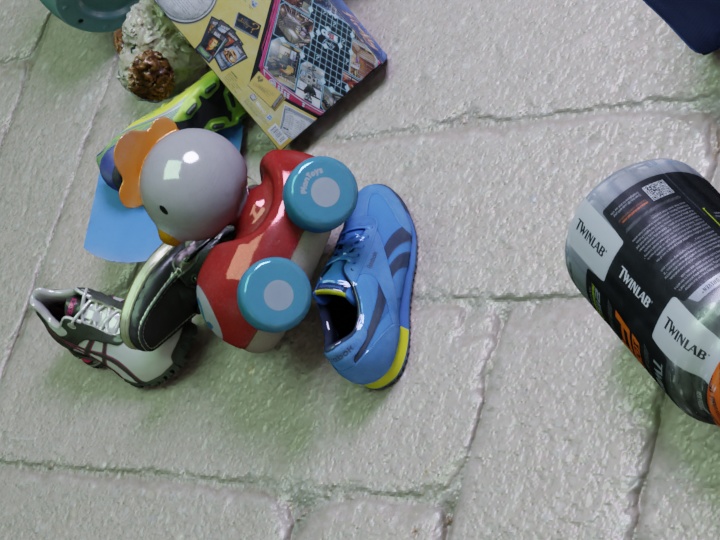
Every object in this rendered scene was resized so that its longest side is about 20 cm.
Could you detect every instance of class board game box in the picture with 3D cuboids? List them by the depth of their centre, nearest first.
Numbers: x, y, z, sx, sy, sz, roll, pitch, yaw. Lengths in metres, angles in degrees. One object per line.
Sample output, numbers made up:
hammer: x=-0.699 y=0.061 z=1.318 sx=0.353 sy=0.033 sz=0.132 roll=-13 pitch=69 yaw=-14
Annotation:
board game box: x=-0.088 y=-0.232 z=1.636 sx=0.135 sy=0.200 sz=0.035 roll=-38 pitch=6 yaw=20
board game box: x=-0.187 y=-0.074 z=1.731 sx=0.156 sy=0.039 sz=0.201 roll=-11 pitch=47 yaw=16

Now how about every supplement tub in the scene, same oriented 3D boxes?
supplement tub: x=0.235 y=0.021 z=1.193 sx=0.123 sy=0.122 sz=0.200 roll=-47 pitch=40 yaw=10

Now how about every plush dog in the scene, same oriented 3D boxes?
plush dog: x=-0.185 y=-0.249 z=1.774 sx=0.172 sy=0.160 sz=0.200 roll=-54 pitch=18 yaw=8

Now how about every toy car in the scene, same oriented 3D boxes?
toy car: x=-0.128 y=-0.044 z=1.487 sx=0.178 sy=0.199 sz=0.184 roll=-65 pitch=8 yaw=-10

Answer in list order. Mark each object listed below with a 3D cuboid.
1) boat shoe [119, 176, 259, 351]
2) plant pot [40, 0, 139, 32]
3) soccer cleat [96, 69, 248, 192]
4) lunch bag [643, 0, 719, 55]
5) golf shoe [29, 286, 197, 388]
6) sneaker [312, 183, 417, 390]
boat shoe: x=-0.141 y=-0.004 z=1.597 sx=0.066 sy=0.072 sz=0.201 roll=22 pitch=62 yaw=32
plant pot: x=-0.289 y=-0.362 z=1.918 sx=0.200 sy=0.200 sz=0.162 roll=-32 pitch=59 yaw=25
soccer cleat: x=-0.179 y=-0.153 z=1.724 sx=0.200 sy=0.065 sz=0.084 roll=-40 pitch=39 yaw=-14
lunch bag: x=0.285 y=-0.271 z=1.324 sx=0.132 sy=0.136 sz=0.202 roll=-21 pitch=52 yaw=35
golf shoe: x=-0.240 y=0.059 z=1.666 sx=0.199 sy=0.088 sz=0.078 roll=5 pitch=66 yaw=45
sneaker: x=0.000 y=0.000 z=1.475 sx=0.066 sy=0.078 sz=0.202 roll=-24 pitch=48 yaw=34
